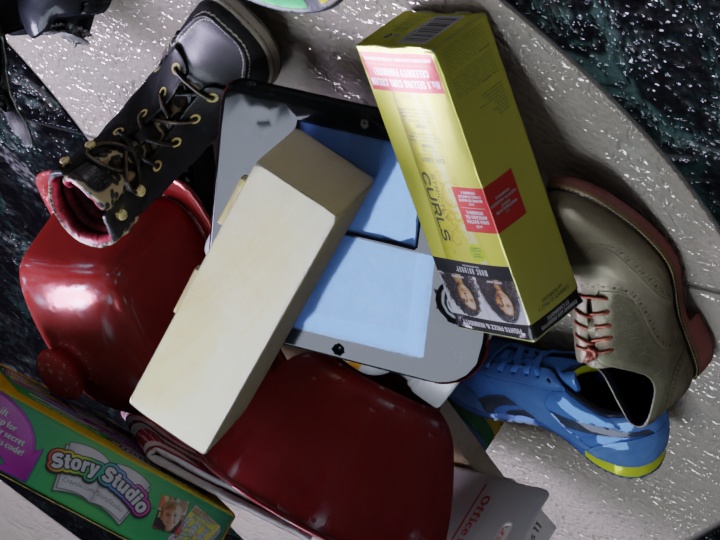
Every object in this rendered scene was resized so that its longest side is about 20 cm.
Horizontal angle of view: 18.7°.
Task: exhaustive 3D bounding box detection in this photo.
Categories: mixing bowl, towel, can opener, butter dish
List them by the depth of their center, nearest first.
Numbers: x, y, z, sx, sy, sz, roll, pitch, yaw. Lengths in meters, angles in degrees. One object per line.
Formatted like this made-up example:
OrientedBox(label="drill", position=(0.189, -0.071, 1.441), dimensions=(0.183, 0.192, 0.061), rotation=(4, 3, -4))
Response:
OrientedBox(label="mixing bowl", position=(-0.009, 0.125, 1.568), dimensions=(0.199, 0.109, 0.200), rotation=(26, -177, -1))
OrientedBox(label="can opener", position=(-0.232, -0.192, 1.576), dimensions=(0.063, 0.079, 0.200), rotation=(2, 175, -25))
OrientedBox(label="butter dish", position=(-0.180, 0.038, 1.622), dimensions=(0.198, 0.148, 0.201), rotation=(4, 129, 46))
OrientedBox(label="towel", position=(-0.106, 0.146, 1.630), dimensions=(0.143, 0.023, 0.200), rotation=(28, 179, -12))

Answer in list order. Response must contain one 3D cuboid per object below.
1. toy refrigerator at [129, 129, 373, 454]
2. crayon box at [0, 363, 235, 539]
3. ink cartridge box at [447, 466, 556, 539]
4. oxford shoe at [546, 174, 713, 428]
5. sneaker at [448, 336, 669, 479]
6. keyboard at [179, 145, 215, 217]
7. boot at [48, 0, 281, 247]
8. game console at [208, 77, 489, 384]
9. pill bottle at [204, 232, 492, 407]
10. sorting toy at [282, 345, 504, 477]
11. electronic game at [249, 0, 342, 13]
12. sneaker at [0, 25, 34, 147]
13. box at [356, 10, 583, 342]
OrientedBox(label="toy refrigerator", position=(-0.074, 0.013, 1.409), dimensions=(0.070, 0.076, 0.201), rotation=(33, 118, 5))
OrientedBox(label="crayon box", position=(-0.205, 0.136, 1.577), dimensions=(0.199, 0.059, 0.172), rotation=(31, 178, -20))
OrientedBox(label="ink cartridge box", position=(0.067, 0.214, 1.663), dimensions=(0.199, 0.118, 0.067), rotation=(7, 147, 51))
OrientedBox(label="oxford shoe", position=(0.162, 0.023, 1.378), dimensions=(0.070, 0.075, 0.200), rotation=(12, 148, 46))
OrientedBox(label="sneaker", position=(0.133, 0.076, 1.558), dimensions=(0.199, 0.066, 0.079), rotation=(23, 144, 28))
OrientedBox(label="keyboard", position=(-0.133, -0.024, 1.670), dimensions=(0.104, 0.040, 0.202), rotation=(20, 129, 37))
OrientedBox(label="boot", position=(-0.135, -0.099, 1.468), dimensions=(0.073, 0.151, 0.200), rotation=(44, 158, -3))
OrientedBox(label="game console", position=(-0.004, -0.023, 1.424), dimensions=(0.198, 0.031, 0.178), rotation=(13, 120, 14))
OrientedBox(label="pill bottle", position=(0.000, 0.000, 1.520), dimensions=(0.199, 0.117, 0.116), rotation=(36, 158, 1))
OrientedBox(label="sorting toy", position=(0.016, 0.084, 1.727), dimensions=(0.199, 0.070, 0.199), rotation=(12, 148, 45))
OrientedBox(label="electronic game", position=(-0.083, -0.227, 1.287), dimensions=(0.199, 0.042, 0.200), rotation=(31, 158, 14))
OrientedBox(label="sneaker", position=(-0.288, -0.185, 1.555), dimensions=(0.104, 0.060, 0.202), rotation=(35, 141, 57))
OrientedBox(label="box", position=(0.067, -0.057, 1.319), dimensions=(0.075, 0.050, 0.201), rotation=(11, 129, 48))
